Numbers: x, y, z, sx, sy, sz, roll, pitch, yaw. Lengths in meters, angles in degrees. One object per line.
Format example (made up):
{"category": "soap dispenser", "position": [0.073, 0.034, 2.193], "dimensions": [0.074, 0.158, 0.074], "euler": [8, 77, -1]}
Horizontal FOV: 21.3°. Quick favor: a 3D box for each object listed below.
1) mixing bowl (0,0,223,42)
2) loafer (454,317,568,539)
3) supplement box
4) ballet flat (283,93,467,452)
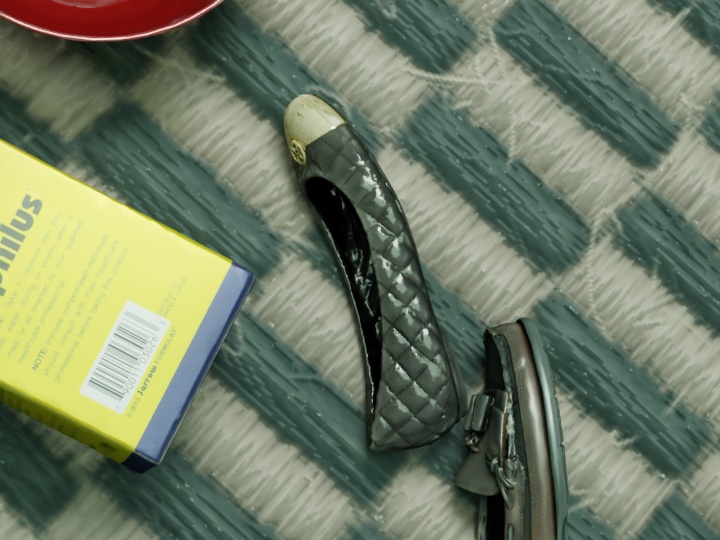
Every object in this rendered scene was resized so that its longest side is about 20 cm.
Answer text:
{"category": "mixing bowl", "position": [-0.142, -0.203, 1.005], "dimensions": [0.200, 0.108, 0.200], "euler": [2, 81, -10]}
{"category": "loafer", "position": [0.078, 0.127, 1.021], "dimensions": [0.063, 0.072, 0.200], "euler": [-7, 85, -6]}
{"category": "supplement box", "position": [-0.169, 0.009, 0.968], "dimensions": [0.200, 0.109, 0.110], "euler": [28, 78, -6]}
{"category": "ballet flat", "position": [0.000, 0.000, 1.022], "dimensions": [0.057, 0.066, 0.200], "euler": [-21, 87, -17]}
